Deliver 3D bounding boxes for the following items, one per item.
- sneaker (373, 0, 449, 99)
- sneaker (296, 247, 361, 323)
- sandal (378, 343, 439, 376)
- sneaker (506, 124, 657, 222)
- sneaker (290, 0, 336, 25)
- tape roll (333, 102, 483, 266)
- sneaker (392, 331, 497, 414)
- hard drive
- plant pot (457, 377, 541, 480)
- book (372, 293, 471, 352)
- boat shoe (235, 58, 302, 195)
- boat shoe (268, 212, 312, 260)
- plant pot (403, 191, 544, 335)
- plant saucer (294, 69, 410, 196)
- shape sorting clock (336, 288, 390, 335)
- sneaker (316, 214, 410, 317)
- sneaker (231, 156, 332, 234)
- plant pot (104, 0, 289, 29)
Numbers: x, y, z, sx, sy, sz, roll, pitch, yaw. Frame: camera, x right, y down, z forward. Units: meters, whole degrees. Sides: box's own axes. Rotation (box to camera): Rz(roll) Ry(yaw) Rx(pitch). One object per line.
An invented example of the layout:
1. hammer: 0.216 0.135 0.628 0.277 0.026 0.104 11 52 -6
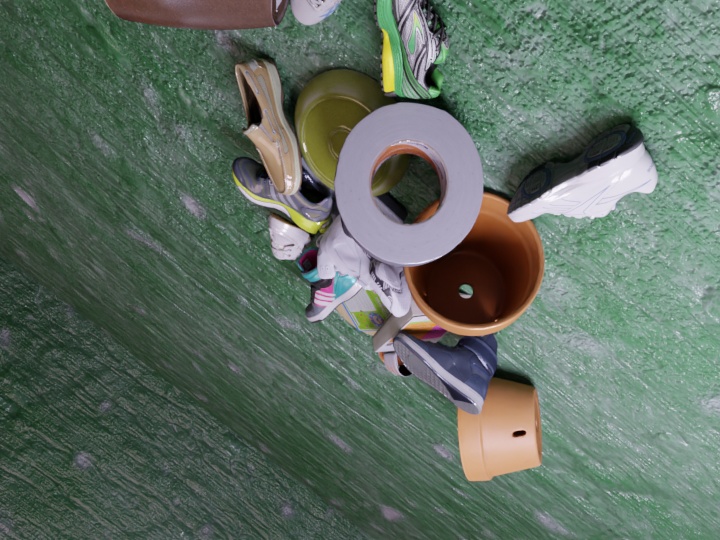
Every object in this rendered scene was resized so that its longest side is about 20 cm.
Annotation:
1. sneaker: 0.066 -0.290 0.619 0.082 0.080 0.202 13 151 17
2. sneaker: -0.082 0.021 1.050 0.120 0.085 0.199 41 135 -12
3. sandal: 0.100 0.195 1.185 0.080 0.060 0.203 48 145 -19
4. sneaker: 0.268 -0.095 0.671 0.087 0.076 0.197 41 147 -20
5. sneaker: -0.037 -0.344 0.626 0.072 0.073 0.197 46 153 -20
6. tape roll: 0.062 -0.110 0.712 0.197 0.204 0.066 32 179 2
7. sneaker: 0.162 0.141 0.986 0.200 0.148 0.077 37 153 -3
8. hard drive: -0.026 -0.125 0.928 0.198 0.033 0.139 40 146 -8
9. plant pot: 0.274 0.298 1.044 0.135 0.204 0.204 -6 132 22
10. book: 0.115 0.104 1.021 0.128 0.050 0.201 0 152 -21
11. boat shoe: -0.148 -0.212 0.818 0.070 0.075 0.208 -9 101 43
12. boat shoe: -0.136 -0.052 1.005 0.069 0.071 0.200 30 177 9
13. plant pot: 0.162 0.007 0.800 0.194 0.205 0.141 23 163 16
14. plant saucer: -0.020 -0.192 0.807 0.193 0.031 0.205 15 132 17
15. shape sorting clock: 0.018 0.058 1.108 0.194 0.039 0.205 23 139 21
16. sneaker: 0.000 0.000 0.880 0.114 0.074 0.205 -36 75 30
17. sneaker: -0.126 -0.145 0.910 0.194 0.075 0.082 27 140 -1
18. plant pot: -0.183 -0.377 0.651 0.192 0.192 0.189 16 146 0
